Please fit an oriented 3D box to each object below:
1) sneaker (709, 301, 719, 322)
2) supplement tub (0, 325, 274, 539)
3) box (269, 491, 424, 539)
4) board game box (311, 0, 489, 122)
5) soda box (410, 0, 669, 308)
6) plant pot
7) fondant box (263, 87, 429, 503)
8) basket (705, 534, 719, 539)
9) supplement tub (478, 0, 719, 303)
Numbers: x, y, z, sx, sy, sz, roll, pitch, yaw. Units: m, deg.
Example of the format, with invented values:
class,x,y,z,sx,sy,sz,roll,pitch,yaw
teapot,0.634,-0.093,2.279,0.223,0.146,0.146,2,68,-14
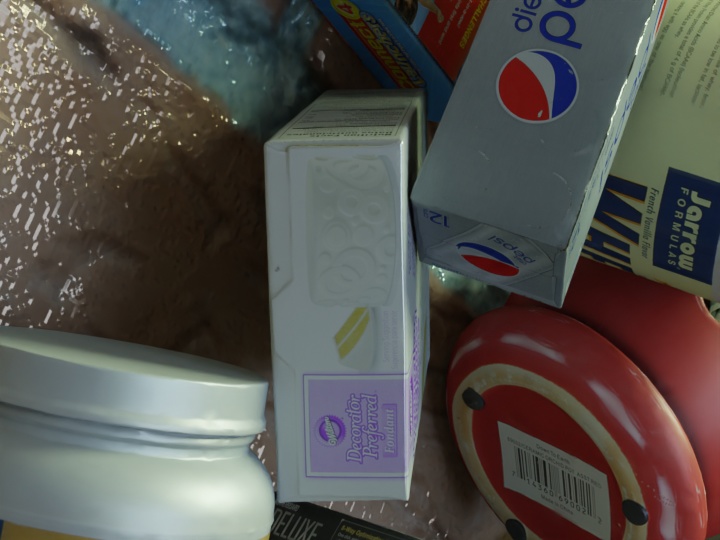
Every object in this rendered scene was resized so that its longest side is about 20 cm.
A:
class,x,y,z,sx,sy,sz,roll,pitch,yaw
sneaker,0.274,0.019,1.001,0.119,0.073,0.201,-60,137,-30
supplement tub,-0.111,0.132,0.548,0.144,0.143,0.203,9,90,-48
box,-0.018,0.192,0.623,0.050,0.198,0.159,46,64,-37
board game box,0.036,-0.214,0.710,0.196,0.055,0.202,45,65,-43
soda box,0.086,-0.092,0.592,0.064,0.067,0.202,75,34,-67
plant pot,0.161,0.063,0.800,0.182,0.199,0.203,-32,120,-33
fondant box,0.000,0.000,0.632,0.200,0.057,0.147,-64,153,-76
basket,0.230,0.200,0.887,0.197,0.136,0.183,-15,80,-14
supplement tub,0.159,-0.067,0.693,0.145,0.198,0.147,-47,148,-42
